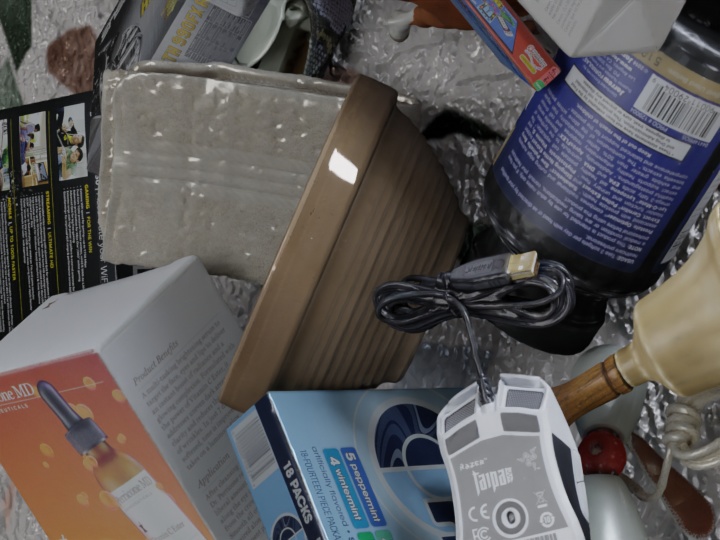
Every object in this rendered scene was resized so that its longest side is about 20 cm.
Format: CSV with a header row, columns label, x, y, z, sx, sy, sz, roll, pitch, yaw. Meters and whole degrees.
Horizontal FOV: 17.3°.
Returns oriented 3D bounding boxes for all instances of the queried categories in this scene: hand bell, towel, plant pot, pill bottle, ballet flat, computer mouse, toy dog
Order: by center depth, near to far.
label,x,y,z,sx,sy,sz,roll,pitch,yaw
computer mouse,0.075,0.093,1.214,0.109,0.044,0.202,-14,82,23
hand bell,0.128,0.056,1.237,0.199,0.104,0.105,-29,68,21
pill bottle,0.134,-0.058,1.269,0.112,0.111,0.201,49,121,34
toy dog,0.140,0.148,1.270,0.131,0.096,0.201,12,62,34
plant pot,0.000,0.000,1.326,0.092,0.201,0.202,24,112,0
towel,-0.065,-0.055,1.446,0.198,0.035,0.134,9,113,9
ballet flat,-0.066,-0.107,1.502,0.072,0.072,0.202,38,115,39

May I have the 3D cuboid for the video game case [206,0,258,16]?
label,x,y,z,sx,sy,sz,roll,pitch,yaw
video game case,-0.131,-0.262,1.348,0.199,0.024,0.183,29,133,18

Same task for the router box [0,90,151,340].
label,x,y,z,sx,sy,sz,roll,pitch,yaw
router box,-0.200,-0.018,1.646,0.148,0.051,0.202,-6,87,44

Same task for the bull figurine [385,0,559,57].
label,x,y,z,sx,sy,sz,roll,pitch,yaw
bull figurine,0.037,-0.175,1.352,0.121,0.199,0.065,-18,42,60

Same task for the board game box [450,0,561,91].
label,x,y,z,sx,sy,sz,roll,pitch,yaw
board game box,0.028,-0.182,1.242,0.019,0.200,0.103,-40,15,4

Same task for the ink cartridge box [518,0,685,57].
label,x,y,z,sx,sy,sz,roll,pitch,yaw
ink cartridge box,0.093,-0.213,1.177,0.200,0.067,0.117,52,133,31

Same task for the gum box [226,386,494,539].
label,x,y,z,sx,sy,sz,roll,pitch,yaw
gum box,0.039,0.148,1.298,0.045,0.199,0.171,-42,61,37

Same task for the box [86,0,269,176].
label,x,y,z,sx,sy,sz,roll,pitch,yaw
box,-0.109,-0.171,1.513,0.201,0.048,0.159,-55,22,30

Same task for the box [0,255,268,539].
label,x,y,z,sx,sy,sz,roll,pitch,yaw
box,-0.129,0.112,1.474,0.152,0.106,0.201,-15,113,45
